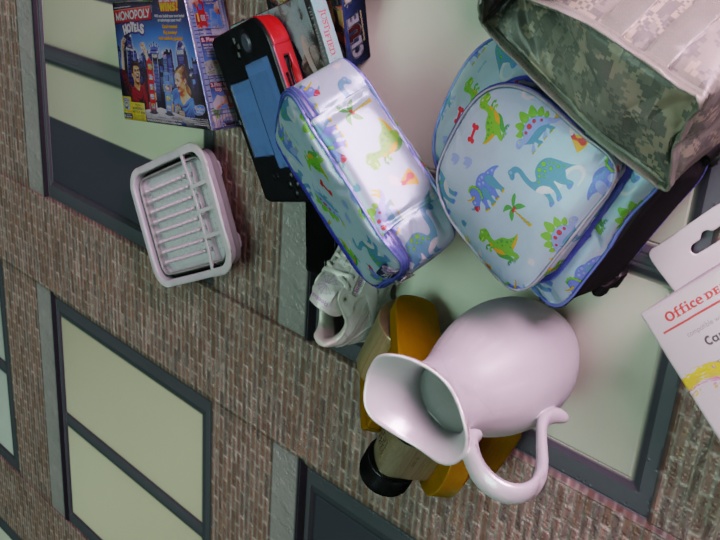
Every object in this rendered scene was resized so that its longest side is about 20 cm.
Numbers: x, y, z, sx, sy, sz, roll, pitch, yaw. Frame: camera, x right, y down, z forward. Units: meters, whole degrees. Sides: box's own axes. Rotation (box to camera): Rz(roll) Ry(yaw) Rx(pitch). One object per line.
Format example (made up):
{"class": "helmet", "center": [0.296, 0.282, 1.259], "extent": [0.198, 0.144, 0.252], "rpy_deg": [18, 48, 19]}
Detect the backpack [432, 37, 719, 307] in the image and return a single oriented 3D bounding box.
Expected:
{"class": "backpack", "center": [0.151, -0.094, 0.748], "extent": [0.200, 0.146, 0.184], "rpy_deg": [51, 130, 26]}

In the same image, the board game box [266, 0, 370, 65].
{"class": "board game box", "center": [-0.053, -0.314, 0.903], "extent": [0.135, 0.034, 0.201], "rpy_deg": [39, 154, 31]}

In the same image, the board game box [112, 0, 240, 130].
{"class": "board game box", "center": [-0.229, -0.286, 1.134], "extent": [0.199, 0.061, 0.203], "rpy_deg": [15, 112, 42]}

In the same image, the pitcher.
{"class": "pitcher", "center": [0.126, 0.111, 0.801], "extent": [0.172, 0.199, 0.122], "rpy_deg": [44, 130, 26]}

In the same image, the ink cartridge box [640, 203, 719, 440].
{"class": "ink cartridge box", "center": [0.301, 0.050, 0.697], "extent": [0.116, 0.067, 0.201], "rpy_deg": [-43, 72, 44]}

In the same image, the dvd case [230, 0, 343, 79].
{"class": "dvd case", "center": [-0.073, -0.212, 0.979], "extent": [0.199, 0.022, 0.148], "rpy_deg": [8, 119, 58]}

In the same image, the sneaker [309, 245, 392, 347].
{"class": "sneaker", "center": [0.000, 0.000, 0.967], "extent": [0.075, 0.099, 0.202], "rpy_deg": [33, 123, 36]}

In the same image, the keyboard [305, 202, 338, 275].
{"class": "keyboard", "center": [-0.025, -0.090, 1.018], "extent": [0.104, 0.039, 0.203], "rpy_deg": [22, 116, 57]}

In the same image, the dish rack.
{"class": "dish rack", "center": [-0.231, -0.073, 1.220], "extent": [0.199, 0.043, 0.174], "rpy_deg": [-12, 95, 47]}

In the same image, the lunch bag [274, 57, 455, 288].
{"class": "lunch bag", "center": [-0.001, -0.082, 0.848], "extent": [0.201, 0.082, 0.161], "rpy_deg": [57, 167, 0]}

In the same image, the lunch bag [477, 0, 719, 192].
{"class": "lunch bag", "center": [0.200, -0.187, 0.638], "extent": [0.200, 0.163, 0.118], "rpy_deg": [44, 162, 26]}

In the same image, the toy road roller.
{"class": "toy road roller", "center": [0.079, 0.136, 0.936], "extent": [0.201, 0.144, 0.124], "rpy_deg": [-95, 22, -45]}

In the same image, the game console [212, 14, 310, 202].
{"class": "game console", "center": [-0.102, -0.173, 1.007], "extent": [0.176, 0.031, 0.202], "rpy_deg": [5, 115, 60]}
